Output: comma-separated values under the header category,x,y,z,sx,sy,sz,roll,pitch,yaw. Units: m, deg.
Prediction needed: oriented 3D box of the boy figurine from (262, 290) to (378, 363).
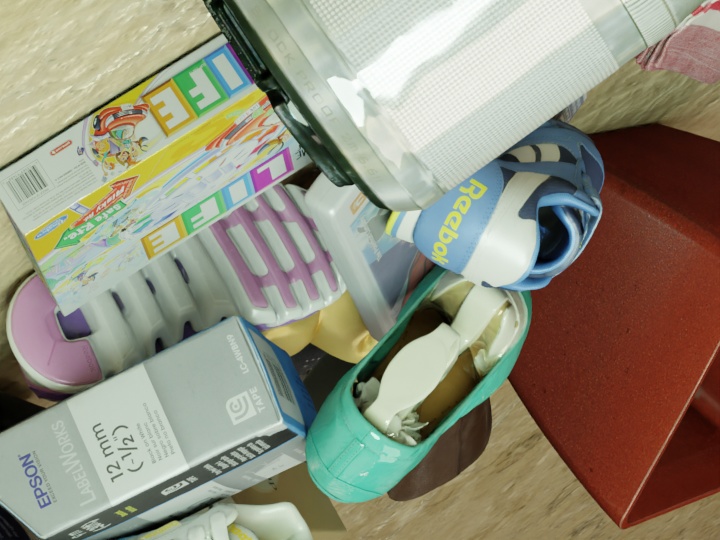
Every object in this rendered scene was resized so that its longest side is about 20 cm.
category,x,y,z,sx,sy,sz,roll,pitch,yaw
boy figurine,0.000,0.000,1.626,0.199,0.125,0.064,-30,-152,-19

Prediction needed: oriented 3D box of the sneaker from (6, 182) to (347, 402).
category,x,y,z,sx,sy,sz,roll,pitch,yaw
sneaker,-0.099,0.017,1.534,0.199,0.081,0.089,-21,165,-24

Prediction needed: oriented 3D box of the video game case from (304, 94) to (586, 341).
category,x,y,z,sx,sy,sz,roll,pitch,yaw
video game case,0.049,-0.065,1.523,0.183,0.023,0.200,-53,160,-11

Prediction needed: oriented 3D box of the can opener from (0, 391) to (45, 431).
category,x,y,z,sx,sy,sz,roll,pitch,yaw
can opener,-0.222,0.086,1.555,0.066,0.054,0.200,-4,170,13

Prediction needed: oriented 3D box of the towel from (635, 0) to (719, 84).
category,x,y,z,sx,sy,sz,roll,pitch,yaw
towel,0.259,-0.182,1.755,0.200,0.023,0.144,-41,164,20

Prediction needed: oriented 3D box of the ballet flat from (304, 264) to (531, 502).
category,x,y,z,sx,sy,sz,roll,pitch,yaw
ballet flat,0.044,0.042,1.507,0.200,0.067,0.070,-48,180,-41

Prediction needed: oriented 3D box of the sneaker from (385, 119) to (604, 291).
category,x,y,z,sx,sy,sz,roll,pitch,yaw
sneaker,0.087,-0.028,1.516,0.200,0.082,0.074,-18,135,-62

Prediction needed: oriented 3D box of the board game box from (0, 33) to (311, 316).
category,x,y,z,sx,sy,sz,roll,pitch,yaw
board game box,-0.076,-0.062,1.413,0.199,0.034,0.135,-33,164,-7

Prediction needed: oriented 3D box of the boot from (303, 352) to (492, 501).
category,x,y,z,sx,sy,sz,roll,pitch,yaw
boot,0.022,0.098,1.799,0.186,0.064,0.200,-38,159,-24

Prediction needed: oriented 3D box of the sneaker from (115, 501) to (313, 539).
category,x,y,z,sx,sy,sz,roll,pitch,yaw
sneaker,-0.095,0.158,1.496,0.081,0.077,0.200,-35,172,24

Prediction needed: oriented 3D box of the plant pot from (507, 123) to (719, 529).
category,x,y,z,sx,sy,sz,roll,pitch,yaw
plant pot,0.191,0.016,1.855,0.199,0.176,0.201,-13,135,-53

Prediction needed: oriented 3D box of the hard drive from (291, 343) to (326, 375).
category,x,y,z,sx,sy,sz,roll,pitch,yaw
hard drive,-0.034,0.022,1.724,0.199,0.042,0.135,-31,164,-15

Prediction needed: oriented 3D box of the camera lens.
category,x,y,z,sx,sy,sz,roll,pitch,yaw
camera lens,0.042,-0.134,1.208,0.199,0.160,0.160,-35,164,4

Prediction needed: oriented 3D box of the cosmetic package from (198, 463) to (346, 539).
category,x,y,z,sx,sy,sz,roll,pitch,yaw
cosmetic package,-0.092,0.142,1.848,0.071,0.106,0.200,-36,166,14

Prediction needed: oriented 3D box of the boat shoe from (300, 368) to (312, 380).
category,x,y,z,sx,sy,sz,roll,pitch,yaw
boat shoe,0.024,0.042,1.865,0.199,0.072,0.069,-10,134,-44

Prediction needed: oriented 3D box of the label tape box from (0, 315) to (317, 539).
category,x,y,z,sx,sy,sz,roll,pitch,yaw
label tape box,-0.125,0.101,1.494,0.199,0.066,0.143,-28,168,4

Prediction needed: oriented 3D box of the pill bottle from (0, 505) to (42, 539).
category,x,y,z,sx,sy,sz,roll,pitch,yaw
pill bottle,-0.240,0.187,1.653,0.120,0.120,0.200,-41,163,24
